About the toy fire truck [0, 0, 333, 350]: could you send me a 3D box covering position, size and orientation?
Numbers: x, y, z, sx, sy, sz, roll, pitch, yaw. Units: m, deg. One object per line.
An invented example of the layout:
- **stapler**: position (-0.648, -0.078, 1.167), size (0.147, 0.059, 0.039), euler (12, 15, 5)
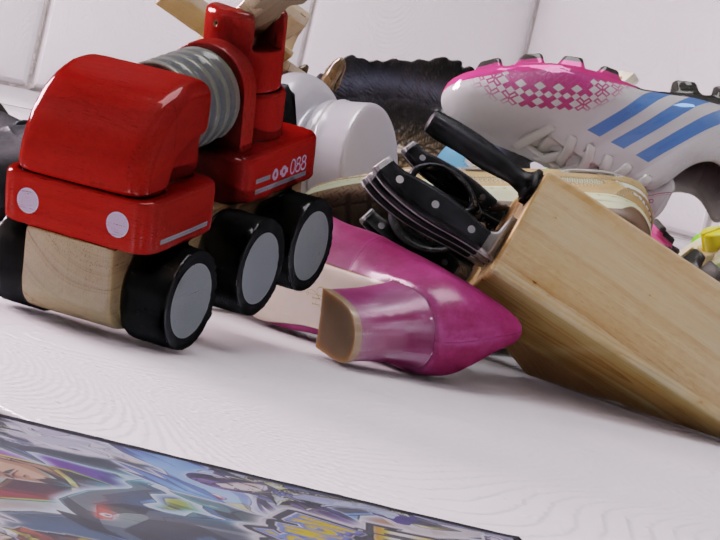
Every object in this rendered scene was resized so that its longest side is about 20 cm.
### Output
- **toy fire truck**: position (-0.066, -0.080, 1.068), size (0.128, 0.201, 0.176), euler (15, 19, 24)

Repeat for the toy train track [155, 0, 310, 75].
- **toy train track**: position (-0.091, -0.133, 1.455), size (0.114, 0.033, 0.200), euler (34, -33, -21)

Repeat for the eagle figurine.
- **eagle figurine**: position (-0.002, -0.065, 1.546), size (0.151, 0.152, 0.199), euler (-7, -8, 40)

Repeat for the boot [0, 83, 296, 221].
- **boot**: position (-0.132, -0.073, 1.317), size (0.199, 0.066, 0.165), euler (-14, 17, 2)

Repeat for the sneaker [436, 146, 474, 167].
- **sneaker**: position (0.113, -0.006, 1.426), size (0.200, 0.081, 0.076), euler (32, -13, -33)

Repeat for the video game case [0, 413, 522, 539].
- **video game case**: position (-0.044, 0.071, 0.559), size (0.180, 0.026, 0.200), euler (13, 5, -1)

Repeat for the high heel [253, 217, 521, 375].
- **high heel**: position (0.000, 0.000, 1.215), size (0.095, 0.068, 0.200), euler (0, 15, -26)

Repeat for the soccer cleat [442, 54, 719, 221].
- **soccer cleat**: position (0.147, -0.076, 1.435), size (0.199, 0.087, 0.070), euler (6, -20, -15)

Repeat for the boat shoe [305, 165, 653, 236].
- **boat shoe**: position (0.064, -0.031, 1.319), size (0.199, 0.072, 0.076), euler (6, 37, 6)

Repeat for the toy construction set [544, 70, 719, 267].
- **toy construction set**: position (0.180, -0.025, 1.522), size (0.200, 0.131, 0.092), euler (56, 5, -7)

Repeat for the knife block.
- **knife block**: position (0.100, -0.004, 1.190), size (0.199, 0.064, 0.176), euler (18, -21, 40)

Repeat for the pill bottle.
- **pill bottle**: position (-0.082, -0.067, 1.412), size (0.199, 0.110, 0.109), euler (5, 1, 26)

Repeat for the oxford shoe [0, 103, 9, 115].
- **oxford shoe**: position (-0.257, -0.070, 1.416), size (0.071, 0.072, 0.200), euler (-12, -8, 15)

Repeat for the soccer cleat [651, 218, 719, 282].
- **soccer cleat**: position (0.157, 0.017, 1.338), size (0.070, 0.086, 0.200), euler (42, 4, -17)
